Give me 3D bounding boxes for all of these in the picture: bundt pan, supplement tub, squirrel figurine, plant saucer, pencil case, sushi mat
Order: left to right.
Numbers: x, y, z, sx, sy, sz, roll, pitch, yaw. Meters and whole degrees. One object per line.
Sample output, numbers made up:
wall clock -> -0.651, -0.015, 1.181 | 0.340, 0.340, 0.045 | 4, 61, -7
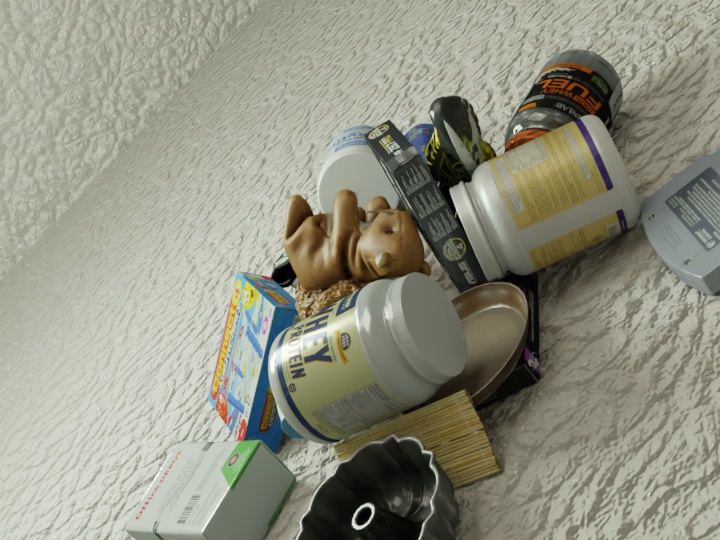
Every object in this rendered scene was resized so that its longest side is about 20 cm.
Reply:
squirrel figurine -> 0.000, 0.000, 1.589 | 0.185, 0.141, 0.203 | 8, 83, 43
supplement tub -> 0.000, -0.145, 1.943 | 0.131, 0.132, 0.200 | -37, 13, 12
supplement tub -> 0.008, 0.099, 1.417 | 0.198, 0.145, 0.146 | -28, 28, 31
bundt pan -> 0.025, 0.281, 1.327 | 0.200, 0.076, 0.203 | -33, 31, 23
sushi mat -> 0.061, 0.209, 1.395 | 0.198, 0.097, 0.012 | -27, -8, 32
pencil case -> 0.105, -0.150, 1.898 | 0.079, 0.086, 0.201 | -58, 16, 27
plant saucer -> 0.121, 0.100, 1.453 | 0.199, 0.032, 0.201 | -34, 26, 19
supplement tub -> 0.220, -0.083, 1.497 | 0.197, 0.147, 0.146 | -24, 28, 7
supplement tub -> 0.266, -0.193, 1.650 | 0.121, 0.123, 0.201 | -18, 28, 42

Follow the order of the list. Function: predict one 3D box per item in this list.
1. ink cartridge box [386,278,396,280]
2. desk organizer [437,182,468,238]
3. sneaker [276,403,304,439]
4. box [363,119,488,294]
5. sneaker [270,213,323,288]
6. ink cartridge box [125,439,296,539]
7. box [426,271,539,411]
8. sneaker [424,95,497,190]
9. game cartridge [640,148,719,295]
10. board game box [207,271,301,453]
ink cartridge box -> 0.018, 0.088, 1.696 | 0.199, 0.047, 0.198 | -41, 23, 3
desk organizer -> 0.159, -0.077, 1.702 | 0.072, 0.077, 0.199 | -48, 25, -12
sneaker -> -0.024, 0.126, 1.577 | 0.198, 0.077, 0.081 | -33, 38, 7
box -> 0.085, -0.083, 1.598 | 0.049, 0.201, 0.161 | -32, 25, -1
sneaker -> -0.102, -0.020, 1.876 | 0.116, 0.075, 0.200 | -49, 8, -19
ink cartridge box -> -0.198, 0.305, 1.627 | 0.198, 0.084, 0.147 | -10, 40, 50
box -> 0.149, 0.087, 1.508 | 0.142, 0.036, 0.201 | -30, 26, 26
sneaker -> 0.113, -0.146, 1.559 | 0.083, 0.200, 0.076 | -7, 62, 20
game cartridge -> 0.386, -0.054, 1.376 | 0.133, 0.041, 0.201 | -42, 24, 13
board game box -> -0.146, 0.124, 1.750 | 0.196, 0.055, 0.203 | -147, 69, -65
